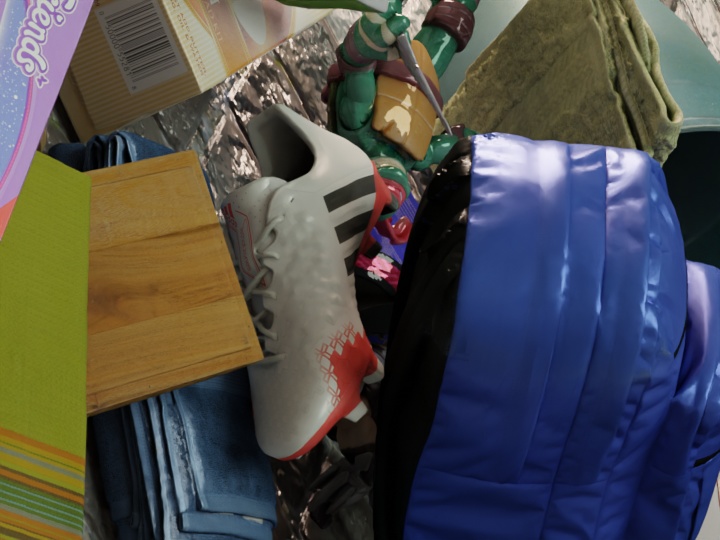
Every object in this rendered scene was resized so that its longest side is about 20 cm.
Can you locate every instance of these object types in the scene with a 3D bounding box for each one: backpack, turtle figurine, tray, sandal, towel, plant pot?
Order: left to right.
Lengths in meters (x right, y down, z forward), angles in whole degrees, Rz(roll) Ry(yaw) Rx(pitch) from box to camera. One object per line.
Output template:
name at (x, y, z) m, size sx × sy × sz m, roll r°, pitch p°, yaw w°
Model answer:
towel at (-0.140, 0.042, 1.149) m, size 0.086 × 0.018 × 0.201 m, roll 28°, pitch 53°, yaw -47°
tray at (-0.127, 0.013, 1.217) m, size 0.200 × 0.037 × 0.099 m, roll -16°, pitch 86°, yaw -51°
towel at (-0.085, 0.038, 1.338) m, size 0.112 × 0.048 × 0.201 m, roll 21°, pitch 53°, yaw -62°
sandal at (0.000, 0.000, 1.474) m, size 0.200 × 0.045 × 0.075 m, roll 9°, pitch 24°, yaw -41°
turtle figurine at (0.027, -0.095, 1.515) m, size 0.150 × 0.100 × 0.201 m, roll 43°, pitch 44°, yaw -47°
towel at (0.101, -0.069, 1.569) m, size 0.036 × 0.200 × 0.149 m, roll 7°, pitch 54°, yaw -29°
backpack at (0.092, 0.036, 1.358) m, size 0.163 × 0.167 × 0.200 m, roll -90°, pitch -176°, yaw -49°
plant pot at (0.127, -0.091, 1.745) m, size 0.200 × 0.200 × 0.188 m, roll 34°, pitch 28°, yaw -54°

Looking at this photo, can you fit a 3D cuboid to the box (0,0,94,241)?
box at (-0.183, -0.086, 1.119) m, size 0.137 × 0.039 × 0.201 m, roll 34°, pitch 54°, yaw -24°

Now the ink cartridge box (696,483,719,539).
ink cartridge box at (0.138, 0.140, 1.590) m, size 0.200 × 0.083 × 0.176 m, roll 95°, pitch -6°, yaw -55°

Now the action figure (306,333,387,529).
action figure at (0.016, 0.103, 1.492) m, size 0.200 × 0.069 × 0.130 m, roll 59°, pitch 33°, yaw -16°

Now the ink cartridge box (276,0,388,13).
ink cartridge box at (-0.047, -0.194, 1.357) m, size 0.200 × 0.059 × 0.104 m, roll 21°, pitch 79°, yaw -61°

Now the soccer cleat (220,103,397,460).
soccer cleat at (-0.033, 0.004, 1.351) m, size 0.085 × 0.069 × 0.200 m, roll 41°, pitch 37°, yaw -26°

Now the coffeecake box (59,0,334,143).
coffeecake box at (-0.101, -0.166, 1.430) m, size 0.154 × 0.073 × 0.200 m, roll 66°, pitch 23°, yaw -8°

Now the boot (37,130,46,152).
boot at (-0.184, -0.153, 1.229) m, size 0.201 × 0.071 × 0.144 m, roll 49°, pitch 37°, yaw -28°

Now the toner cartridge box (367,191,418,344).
toner cartridge box at (0.027, 0.028, 1.598) m, size 0.200 × 0.043 × 0.095 m, roll 58°, pitch 24°, yaw -27°
